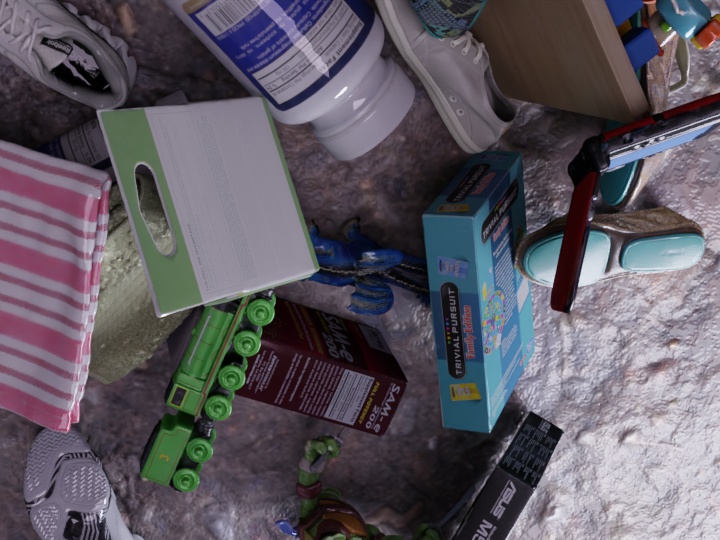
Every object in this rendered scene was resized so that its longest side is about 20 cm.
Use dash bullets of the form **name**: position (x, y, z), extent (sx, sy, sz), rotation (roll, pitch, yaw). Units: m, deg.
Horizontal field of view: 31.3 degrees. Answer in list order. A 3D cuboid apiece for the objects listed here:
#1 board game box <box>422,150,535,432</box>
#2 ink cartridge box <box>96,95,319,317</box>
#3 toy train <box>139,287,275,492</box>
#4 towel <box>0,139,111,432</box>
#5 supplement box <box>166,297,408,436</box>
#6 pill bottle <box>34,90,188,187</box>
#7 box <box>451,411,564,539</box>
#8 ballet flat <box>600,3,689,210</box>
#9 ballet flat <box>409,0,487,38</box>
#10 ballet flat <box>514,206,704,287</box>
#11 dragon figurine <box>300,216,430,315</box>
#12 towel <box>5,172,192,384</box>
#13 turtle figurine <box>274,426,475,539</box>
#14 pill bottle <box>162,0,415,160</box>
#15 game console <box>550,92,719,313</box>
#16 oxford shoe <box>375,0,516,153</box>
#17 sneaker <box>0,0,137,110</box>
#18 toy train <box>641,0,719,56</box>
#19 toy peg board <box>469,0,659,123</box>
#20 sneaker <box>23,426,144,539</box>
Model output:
- **board game box**: position (0.107, 0.015, 1.129), extent (0.047, 0.151, 0.202), rotation (3, 116, 23)
- **ink cartridge box**: position (-0.117, -0.047, 0.927), extent (0.048, 0.199, 0.147), rotation (-17, 90, 33)
- **toy train**: position (-0.126, 0.091, 1.044), extent (0.056, 0.042, 0.201), rotation (22, 107, -9)
- **towel**: position (-0.261, 0.007, 0.953), extent (0.145, 0.030, 0.202), rotation (14, 103, 18)
- **supplement box**: position (-0.067, 0.072, 1.130), extent (0.199, 0.109, 0.061), rotation (19, 107, -21)
- **pill bottle**: position (-0.210, -0.059, 1.035), extent (0.199, 0.116, 0.116), rotation (-27, 116, -1)
- **box**: position (0.117, 0.244, 1.206), extent (0.047, 0.200, 0.194), rotation (32, 105, 10)
- **ballet flat**: position (0.260, -0.150, 1.146), extent (0.067, 0.068, 0.202), rotation (-6, 115, -20)
- **ballet flat**: position (0.036, -0.278, 0.999), extent (0.074, 0.074, 0.201), rotation (-37, 94, 3)
- **ballet flat**: position (0.221, -0.026, 1.183), extent (0.198, 0.065, 0.071), rotation (-1, 121, -23)
- **dragon figurine**: position (0.000, 0.000, 1.101), extent (0.199, 0.099, 0.059), rotation (-7, 117, -50)
- **towel**: position (-0.184, 0.013, 1.010), extent (0.200, 0.037, 0.148), rotation (-45, 143, 21)
- **turtle figurine**: position (0.011, 0.213, 1.162), extent (0.198, 0.194, 0.145), rotation (-20, 108, -2)
- **pill bottle**: position (-0.051, -0.188, 1.019), extent (0.120, 0.120, 0.200), rotation (-42, 116, 5)
- **game console**: position (0.219, -0.049, 1.022), extent (0.171, 0.200, 0.120), rotation (-19, 88, 5)
- **oxford shoe**: position (0.070, -0.186, 1.070), extent (0.057, 0.075, 0.200), rotation (-22, 121, 26)
- **sneaker**: position (-0.257, -0.191, 0.989), extent (0.199, 0.081, 0.075), rotation (33, 103, -22)
- **toy train**: position (0.217, -0.247, 1.037), extent (0.150, 0.201, 0.056), rotation (26, 124, -35)
- **toy peg board**: position (0.154, -0.238, 1.018), extent (0.098, 0.199, 0.201), rotation (-38, 117, -14)
- **sneaker**: position (-0.247, 0.240, 1.177), extent (0.075, 0.115, 0.201), rotation (-21, 82, -5)
